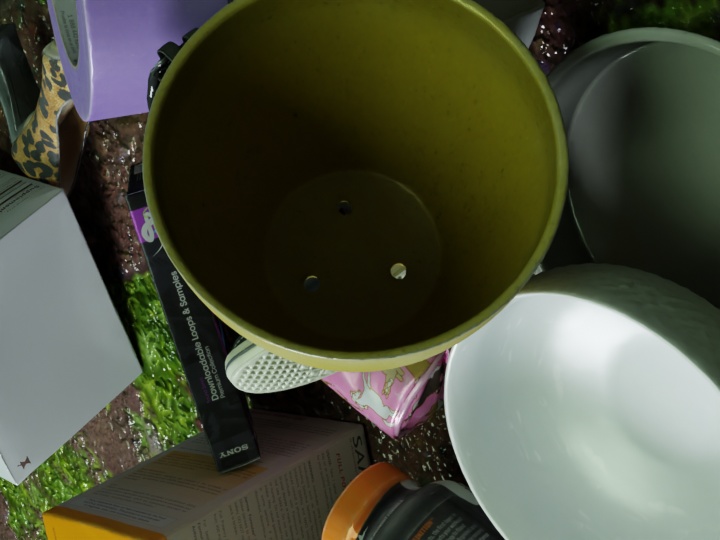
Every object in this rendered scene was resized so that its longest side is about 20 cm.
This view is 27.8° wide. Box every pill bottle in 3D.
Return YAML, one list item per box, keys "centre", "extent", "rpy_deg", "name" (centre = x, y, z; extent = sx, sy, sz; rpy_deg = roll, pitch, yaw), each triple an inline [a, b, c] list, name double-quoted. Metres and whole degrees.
- centre: [0.070, 0.200, 0.890]
  extent: [0.200, 0.106, 0.107]
  rpy_deg: [34, 131, 27]
  name: "pill bottle"

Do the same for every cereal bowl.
- centre: [0.145, 0.083, 0.757]
  extent: [0.199, 0.083, 0.201]
  rpy_deg: [25, 130, 34]
  name: "cereal bowl"

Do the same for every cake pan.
- centre: [0.170, -0.032, 0.760]
  extent: [0.200, 0.037, 0.201]
  rpy_deg: [22, 125, 36]
  name: "cake pan"

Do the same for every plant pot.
- centre: [-0.003, -0.032, 0.743]
  extent: [0.200, 0.200, 0.142]
  rpy_deg: [49, 166, 14]
  name: "plant pot"

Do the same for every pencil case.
- centre: [-0.019, 0.018, 0.941]
  extent: [0.200, 0.087, 0.083]
  rpy_deg: [39, 165, 23]
  name: "pencil case"

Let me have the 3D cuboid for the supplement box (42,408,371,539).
- centre: [-0.100, 0.169, 1.013]
  extent: [0.126, 0.200, 0.074]
  rpy_deg: [3, 110, 45]
  name: "supplement box"

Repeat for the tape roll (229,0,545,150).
- centre: [0.004, -0.171, 0.825]
  extent: [0.202, 0.071, 0.203]
  rpy_deg: [22, 125, 36]
  name: "tape roll"

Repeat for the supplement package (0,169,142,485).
- centre: [-0.316, 0.029, 1.164]
  extent: [0.199, 0.147, 0.192]
  rpy_deg: [17, 137, 38]
  name: "supplement package"

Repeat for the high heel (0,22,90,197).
- centre: [-0.193, -0.111, 1.065]
  extent: [0.199, 0.071, 0.143]
  rpy_deg: [9, 127, 41]
  name: "high heel"

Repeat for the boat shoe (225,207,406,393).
- centre: [0.000, 0.000, 0.860]
  extent: [0.062, 0.200, 0.075]
  rpy_deg: [52, -179, 31]
  name: "boat shoe"

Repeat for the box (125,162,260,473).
- centre: [-0.118, 0.026, 1.022]
  extent: [0.143, 0.036, 0.201]
  rpy_deg: [-125, 19, -75]
  name: "box"

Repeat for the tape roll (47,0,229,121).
- centre: [-0.145, -0.196, 0.884]
  extent: [0.200, 0.085, 0.201]
  rpy_deg: [169, 90, -73]
  name: "tape roll"

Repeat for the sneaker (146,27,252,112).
- centre: [-0.052, -0.129, 0.778]
  extent: [0.071, 0.099, 0.200]
  rpy_deg: [46, 135, 19]
  name: "sneaker"
